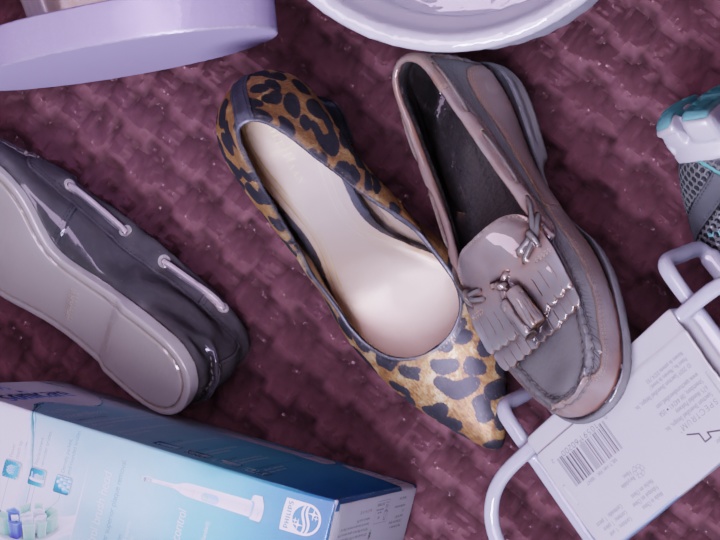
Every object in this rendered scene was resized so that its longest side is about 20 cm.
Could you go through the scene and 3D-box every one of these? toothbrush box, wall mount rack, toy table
[{"bbox_3d":[-0.091,0.116,1.315,0.199,0.146,0.086,16,93,15],"label":"toothbrush box"},{"bbox_3d":[0.158,0.091,1.270,0.200,0.074,0.174,-43,75,31],"label":"wall mount rack"},{"bbox_3d":[-0.122,-0.156,1.322,0.199,0.183,0.118,-9,88,41],"label":"toy table"}]

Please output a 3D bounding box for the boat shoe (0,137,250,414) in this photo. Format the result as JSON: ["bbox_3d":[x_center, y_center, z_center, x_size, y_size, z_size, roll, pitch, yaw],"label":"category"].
[{"bbox_3d":[-0.138,-0.006,1.385,0.200,0.057,0.067,42,132,16],"label":"boat shoe"}]

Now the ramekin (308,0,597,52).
[{"bbox_3d":[0.049,-0.197,1.299,0.199,0.098,0.202,-1,87,11],"label":"ramekin"}]

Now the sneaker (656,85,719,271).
[{"bbox_3d":[0.238,-0.042,1.273,0.199,0.078,0.092,-3,105,20],"label":"sneaker"}]

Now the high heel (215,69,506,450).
[{"bbox_3d":[0.000,0.000,1.292,0.071,0.142,0.201,-33,81,13],"label":"high heel"}]

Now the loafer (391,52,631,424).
[{"bbox_3d":[0.061,-0.018,1.278,0.072,0.063,0.201,-42,50,29],"label":"loafer"}]
